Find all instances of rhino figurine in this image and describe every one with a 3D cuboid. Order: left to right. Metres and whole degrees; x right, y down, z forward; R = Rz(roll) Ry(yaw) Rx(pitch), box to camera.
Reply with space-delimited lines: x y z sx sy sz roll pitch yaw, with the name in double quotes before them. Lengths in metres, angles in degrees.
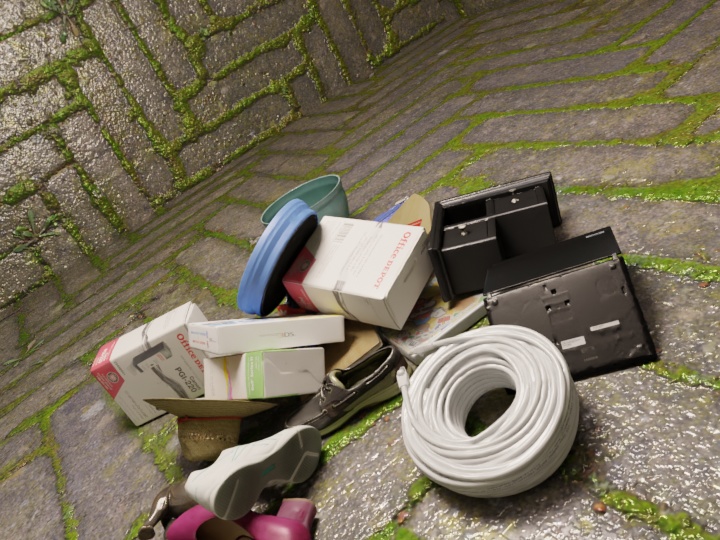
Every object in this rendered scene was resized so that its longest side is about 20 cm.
"rhino figurine" -0.187 0.288 0.825 0.199 0.060 0.087 -26 16 -1

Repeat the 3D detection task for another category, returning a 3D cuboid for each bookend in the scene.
"bookend" 0.215 -0.056 0.982 0.197 0.093 0.200 -13 24 17

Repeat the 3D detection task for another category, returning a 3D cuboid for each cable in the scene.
"cable" 0.138 0.152 0.695 0.199 0.069 0.201 -22 38 23

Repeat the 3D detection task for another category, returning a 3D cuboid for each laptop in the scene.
"laptop" 0.257 0.045 0.806 0.176 0.103 0.201 -20 67 21

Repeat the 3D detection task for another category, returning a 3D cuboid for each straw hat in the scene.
"straw hat" -0.222 0.236 0.924 0.200 0.200 0.086 -10 72 36

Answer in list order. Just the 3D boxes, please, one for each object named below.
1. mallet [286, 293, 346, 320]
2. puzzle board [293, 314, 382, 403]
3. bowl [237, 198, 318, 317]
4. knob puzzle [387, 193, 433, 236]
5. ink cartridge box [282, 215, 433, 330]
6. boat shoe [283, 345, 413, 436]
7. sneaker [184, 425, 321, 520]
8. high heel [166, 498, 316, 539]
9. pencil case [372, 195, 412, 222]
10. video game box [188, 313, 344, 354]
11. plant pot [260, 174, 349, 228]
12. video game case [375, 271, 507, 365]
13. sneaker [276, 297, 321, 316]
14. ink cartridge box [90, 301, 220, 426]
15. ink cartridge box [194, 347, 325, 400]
"mallet" -0.087 0.035 1.095 0.199 0.041 0.066 13 52 34
"puzzle board" -0.042 0.119 1.028 0.150 0.017 0.200 -38 22 6
"bowl" -0.128 -0.016 1.013 0.202 0.039 0.201 -61 -8 -14
"knob puzzle" 0.077 -0.045 1.122 0.220 0.030 0.221 -47 27 32
"ink cartridge box" 0.000 0.000 0.992 0.199 0.083 0.147 10 55 35
"boat shoe" -0.025 0.166 0.879 0.200 0.066 0.072 -28 24 3
"sneaker" -0.124 0.232 0.769 0.080 0.071 0.200 1 5 36
"high heel" -0.149 0.312 0.721 0.199 0.068 0.096 -18 15 16
"pencil case" 0.049 -0.072 1.246 0.199 0.087 0.078 -34 28 -9
"video game box" -0.151 0.096 0.989 0.199 0.047 0.182 -3 -4 -27
"plant pot" -0.106 -0.106 1.423 0.199 0.135 0.201 -23 25 11
"video game case" 0.120 0.054 0.996 0.199 0.023 0.182 -35 24 -13
"sneaker" -0.090 0.036 1.187 0.075 0.085 0.200 -12 29 33
"ink cartridge box" -0.352 0.168 1.136 0.199 0.146 0.085 -27 25 6
"ink cartridge box" -0.159 0.158 0.955 0.117 0.068 0.199 4 -12 -44
